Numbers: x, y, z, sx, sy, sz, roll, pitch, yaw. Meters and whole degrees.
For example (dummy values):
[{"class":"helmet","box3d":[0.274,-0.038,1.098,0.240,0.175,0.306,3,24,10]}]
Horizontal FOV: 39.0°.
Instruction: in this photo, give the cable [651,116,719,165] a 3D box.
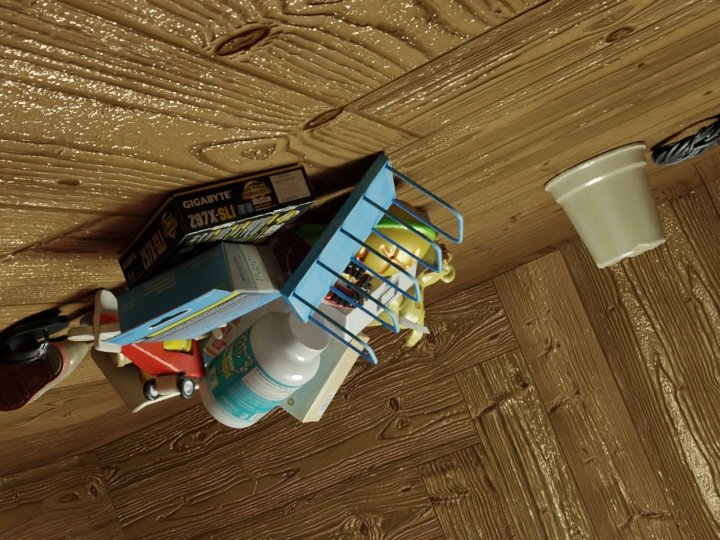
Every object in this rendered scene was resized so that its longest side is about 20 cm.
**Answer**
[{"class":"cable","box3d":[0.639,-0.248,1.964,0.163,0.051,0.200,-19,176,22]}]

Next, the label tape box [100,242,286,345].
[{"class":"label tape box","box3d":[-0.183,0.025,1.116,0.143,0.066,0.200,-26,170,16]}]

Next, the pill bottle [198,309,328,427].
[{"class":"pill bottle","box3d":[-0.132,0.131,1.429,0.200,0.111,0.111,-40,163,33]}]

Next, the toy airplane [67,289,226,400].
[{"class":"toy airplane","box3d":[-0.288,0.074,1.362,0.199,0.142,0.199,17,150,-10]}]

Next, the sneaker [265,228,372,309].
[{"class":"sneaker","box3d":[-0.086,0.001,1.311,0.200,0.078,0.082,26,167,-29]}]

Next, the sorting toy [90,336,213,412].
[{"class":"sorting toy","box3d":[-0.310,0.135,1.631,0.199,0.185,0.037,-20,128,-28]}]

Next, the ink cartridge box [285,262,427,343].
[{"class":"ink cartridge box","box3d":[0.000,0.000,1.456,0.200,0.116,0.067,-41,151,-33]}]

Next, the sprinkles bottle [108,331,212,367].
[{"class":"sprinkles bottle","box3d":[-0.296,0.089,1.593,0.199,0.068,0.068,-18,171,-26]}]

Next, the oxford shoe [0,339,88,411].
[{"class":"oxford shoe","box3d":[-0.491,0.161,1.551,0.200,0.071,0.075,-25,177,30]}]

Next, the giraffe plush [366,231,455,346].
[{"class":"giraffe plush","box3d":[0.065,0.001,1.606,0.162,0.200,0.173,-52,156,-26]}]

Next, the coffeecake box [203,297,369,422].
[{"class":"coffeecake box","box3d":[-0.114,0.112,1.553,0.154,0.200,0.073,-58,162,4]}]

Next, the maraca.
[{"class":"maraca","box3d":[0.001,-0.045,1.371,0.199,0.107,0.137,-2,163,5]}]

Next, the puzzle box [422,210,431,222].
[{"class":"puzzle box","box3d":[0.012,-0.041,1.702,0.199,0.026,0.133,-20,173,-13]}]

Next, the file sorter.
[{"class":"file sorter","box3d":[0.020,-0.007,1.211,0.200,0.123,0.139,-55,168,-9]}]

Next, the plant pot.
[{"class":"plant pot","box3d":[0.468,-0.112,1.884,0.200,0.184,0.200,-21,172,-3]}]

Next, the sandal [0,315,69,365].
[{"class":"sandal","box3d":[-0.455,0.108,1.353,0.200,0.048,0.075,-25,172,28]}]

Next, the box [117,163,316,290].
[{"class":"box","box3d":[-0.162,-0.043,1.118,0.159,0.049,0.200,-20,172,-33]}]
